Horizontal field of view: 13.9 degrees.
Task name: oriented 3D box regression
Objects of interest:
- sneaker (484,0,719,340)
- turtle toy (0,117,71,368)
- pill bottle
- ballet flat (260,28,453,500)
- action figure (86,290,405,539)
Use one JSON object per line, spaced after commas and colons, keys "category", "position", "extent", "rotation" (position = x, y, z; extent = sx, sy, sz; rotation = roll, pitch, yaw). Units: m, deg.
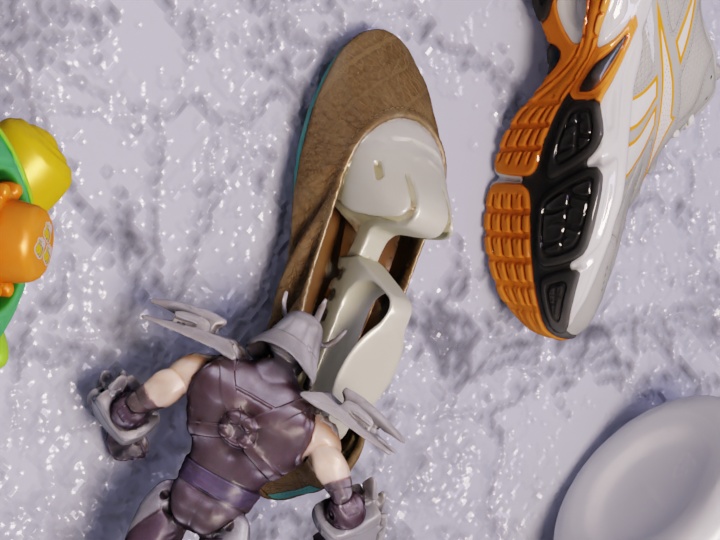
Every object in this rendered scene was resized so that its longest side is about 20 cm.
{"category": "sneaker", "position": [0.117, -0.066, 1.282], "extent": [0.092, 0.076, 0.202], "rotation": [11, 91, -37]}
{"category": "turtle toy", "position": [-0.192, -0.026, 1.051], "extent": [0.146, 0.101, 0.200], "rotation": [-46, 119, -2]}
{"category": "pill bottle", "position": [0.185, 0.156, 1.325], "extent": [0.200, 0.112, 0.112], "rotation": [45, 72, -28]}
{"category": "ballet flat", "position": [0.000, 0.000, 1.212], "extent": [0.068, 0.072, 0.201], "rotation": [23, 83, -34]}
{"category": "action figure", "position": [-0.064, 0.098, 1.162], "extent": [0.201, 0.130, 0.069], "rotation": [-62, 162, -5]}
